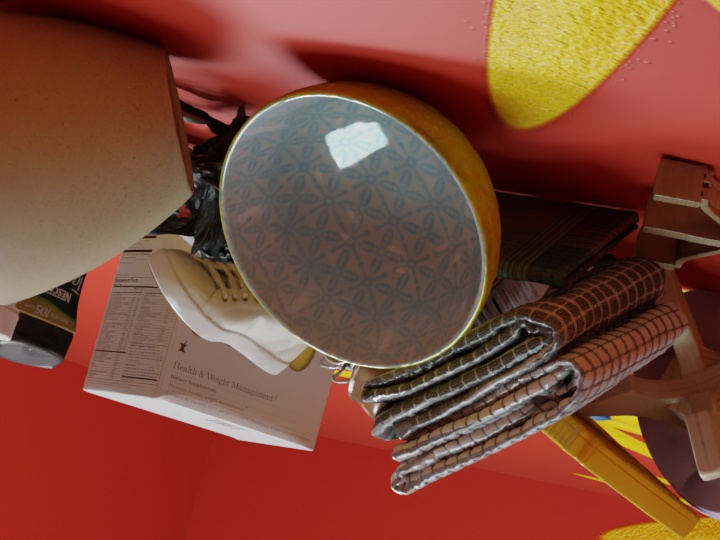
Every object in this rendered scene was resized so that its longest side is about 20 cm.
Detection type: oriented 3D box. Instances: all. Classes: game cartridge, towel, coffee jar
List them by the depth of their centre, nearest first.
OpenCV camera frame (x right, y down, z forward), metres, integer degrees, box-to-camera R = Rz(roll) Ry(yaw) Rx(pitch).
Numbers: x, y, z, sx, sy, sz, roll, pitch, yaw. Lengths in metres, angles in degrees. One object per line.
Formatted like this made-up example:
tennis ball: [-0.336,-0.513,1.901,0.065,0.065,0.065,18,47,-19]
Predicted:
towel: [0.113,0.068,1.371,0.200,0.086,0.166,-31,177,37]
towel: [0.085,-0.027,1.394,0.200,0.022,0.147,10,-156,28]
game cartridge: [0.168,0.124,1.550,0.176,0.032,0.200,37,-178,-42]
coffee jar: [-0.291,-0.016,1.725,0.085,0.200,0.104,9,169,34]

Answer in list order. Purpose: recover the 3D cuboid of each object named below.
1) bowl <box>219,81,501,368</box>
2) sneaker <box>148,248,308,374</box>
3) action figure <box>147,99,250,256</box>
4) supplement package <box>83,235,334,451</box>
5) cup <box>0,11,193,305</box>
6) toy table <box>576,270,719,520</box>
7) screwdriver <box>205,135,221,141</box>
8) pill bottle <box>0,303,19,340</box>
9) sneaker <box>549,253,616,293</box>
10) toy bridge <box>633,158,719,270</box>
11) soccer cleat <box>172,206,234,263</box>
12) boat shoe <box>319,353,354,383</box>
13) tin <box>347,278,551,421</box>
bowl: [0.016,-0.047,1.287,0.200,0.200,0.108,11,-149,26]
sneaker: [-0.088,0.013,1.475,0.073,0.085,0.200,60,-167,29]
action figure: [-0.147,-0.075,1.435,0.102,0.119,0.200,14,177,-25]
supplement package: [-0.131,0.050,1.852,0.191,0.200,0.147,21,168,-35]
cup: [-0.192,-0.087,1.294,0.143,0.201,0.200,-10,169,0]
toy table: [0.270,0.091,1.528,0.184,0.200,0.117,-30,148,10]
screwdriver: [-0.069,-0.091,1.448,0.028,0.029,0.200,21,174,-30]
pill bottle: [-0.291,-0.051,1.528,0.113,0.200,0.113,15,171,3]
sneaker: [0.133,0.013,1.581,0.072,0.083,0.200,21,169,-34]
toy bridge: [0.230,-0.033,1.327,0.067,0.027,0.200,10,168,7]
soccer cleat: [-0.122,-0.046,1.576,0.200,0.068,0.073,33,-155,8]
boat shoe: [-0.012,0.061,1.736,0.075,0.086,0.202,7,168,39]
tin: [0.076,0.041,1.475,0.042,0.200,0.112,46,178,19]
